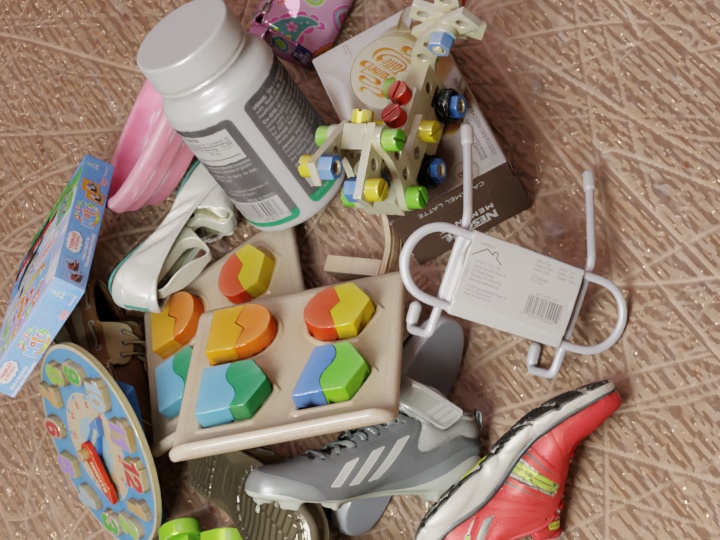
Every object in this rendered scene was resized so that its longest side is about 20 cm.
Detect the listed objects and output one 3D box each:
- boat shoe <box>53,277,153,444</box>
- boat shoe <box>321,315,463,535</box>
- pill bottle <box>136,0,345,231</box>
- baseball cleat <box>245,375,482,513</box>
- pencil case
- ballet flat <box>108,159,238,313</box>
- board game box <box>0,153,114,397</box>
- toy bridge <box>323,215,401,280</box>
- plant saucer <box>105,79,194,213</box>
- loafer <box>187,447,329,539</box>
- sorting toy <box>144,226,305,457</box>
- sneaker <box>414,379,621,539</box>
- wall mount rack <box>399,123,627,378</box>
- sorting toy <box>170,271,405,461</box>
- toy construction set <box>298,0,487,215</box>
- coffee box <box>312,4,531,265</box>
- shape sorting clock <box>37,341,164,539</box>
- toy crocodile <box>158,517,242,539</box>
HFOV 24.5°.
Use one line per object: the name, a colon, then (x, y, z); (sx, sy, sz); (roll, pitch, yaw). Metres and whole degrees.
boat shoe: (-0.239, 0.079, 1.590); (0.074, 0.076, 0.200); (-45, 52, 8)
boat shoe: (0.017, 0.122, 1.394); (0.066, 0.070, 0.201); (29, 97, 40)
pill bottle: (-0.106, -0.140, 1.486); (0.113, 0.200, 0.113); (-23, 37, 19)
baseball cleat: (0.003, 0.136, 1.318); (0.070, 0.199, 0.107); (-169, 79, -64)
pencil case: (-0.038, -0.294, 1.591); (0.087, 0.087, 0.201); (21, 84, 40)
ballet flat: (-0.156, -0.036, 1.564); (0.069, 0.070, 0.200); (16, 59, 39)
board game box: (-0.295, 0.002, 1.586); (0.151, 0.036, 0.200); (-52, 22, 31)
toy bridge: (0.000, 0.000, 1.477); (0.067, 0.027, 0.201); (5, 74, 36)
plant saucer: (-0.187, -0.143, 1.613); (0.201, 0.051, 0.201); (-54, 21, 32)
loafer: (-0.077, 0.188, 1.408); (0.200, 0.067, 0.076); (35, 115, 51)
sorting toy: (-0.128, 0.052, 1.508); (0.185, 0.036, 0.201); (-33, 38, 21)
sneaker: (0.134, 0.167, 1.292); (0.200, 0.077, 0.085); (-43, 88, -1)
wall mount rack: (0.121, -0.015, 1.318); (0.175, 0.199, 0.075); (-72, 19, -1)
sorting toy: (-0.057, 0.069, 1.341); (0.184, 0.037, 0.200); (-12, 32, 13)
toy construction set: (0.032, -0.127, 1.319); (0.092, 0.131, 0.201); (19, 73, 37)
coffee box: (0.051, -0.120, 1.441); (0.114, 0.080, 0.201); (-28, 56, 7)
shape sorting clock: (-0.240, 0.161, 1.509); (0.200, 0.039, 0.201); (29, 132, 39)
toy crocodile: (-0.175, 0.278, 1.476); (0.200, 0.062, 0.068); (-34, 55, 26)
